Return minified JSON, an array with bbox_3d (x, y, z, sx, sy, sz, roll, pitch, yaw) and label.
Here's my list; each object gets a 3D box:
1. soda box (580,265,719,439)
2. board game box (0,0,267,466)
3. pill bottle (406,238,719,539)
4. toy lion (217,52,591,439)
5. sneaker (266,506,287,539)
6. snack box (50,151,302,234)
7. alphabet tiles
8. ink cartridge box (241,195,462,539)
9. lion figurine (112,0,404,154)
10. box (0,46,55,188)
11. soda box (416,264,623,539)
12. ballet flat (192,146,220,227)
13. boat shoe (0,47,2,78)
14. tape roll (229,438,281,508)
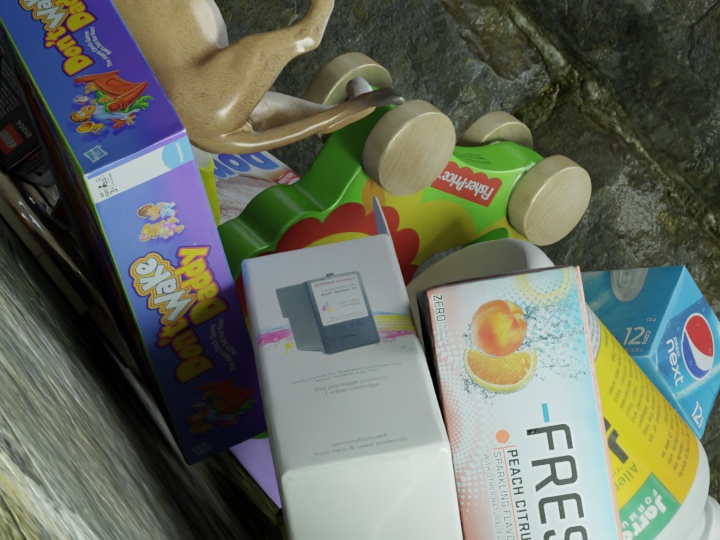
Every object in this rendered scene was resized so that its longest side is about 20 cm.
[{"bbox_3d":[0.089,0.047,1.359,0.200,0.064,0.068,-5,-45,36],"label":"soda box"},{"bbox_3d":[-0.098,-0.028,1.106,0.135,0.045,0.200,59,-11,39],"label":"board game box"},{"bbox_3d":[0.098,0.089,1.252,0.200,0.113,0.113,49,2,-24],"label":"pill bottle"},{"bbox_3d":[0.000,0.000,1.277,0.069,0.192,0.200,40,15,36],"label":"toy lion"},{"bbox_3d":[0.033,0.167,1.148,0.085,0.074,0.200,53,0,-40],"label":"sneaker"},{"bbox_3d":[-0.082,-0.030,1.355,0.072,0.024,0.200,35,21,15],"label":"snack box"},{"bbox_3d":[-0.168,-0.039,1.237,0.200,0.008,0.167,53,0,-5],"label":"alphabet tiles"},{"bbox_3d":[-0.004,0.066,1.059,0.200,0.067,0.117,-104,-176,-59],"label":"ink cartridge box"},{"bbox_3d":[-0.085,-0.107,1.178,0.200,0.122,0.073,42,-26,30],"label":"lion figurine"},{"bbox_3d":[-0.213,-0.133,1.297,0.200,0.035,0.110,52,0,4],"label":"box"},{"bbox_3d":[0.069,0.100,1.029,0.068,0.064,0.200,148,-66,-87],"label":"soda box"},{"bbox_3d":[-0.118,-0.096,1.255,0.200,0.067,0.067,53,17,9],"label":"ballet flat"},{"bbox_3d":[-0.195,-0.127,1.148,0.057,0.069,0.200,59,9,-36],"label":"boat shoe"},{"bbox_3d":[-0.058,0.054,1.445,0.200,0.066,0.200,52,1,-1],"label":"tape roll"}]
